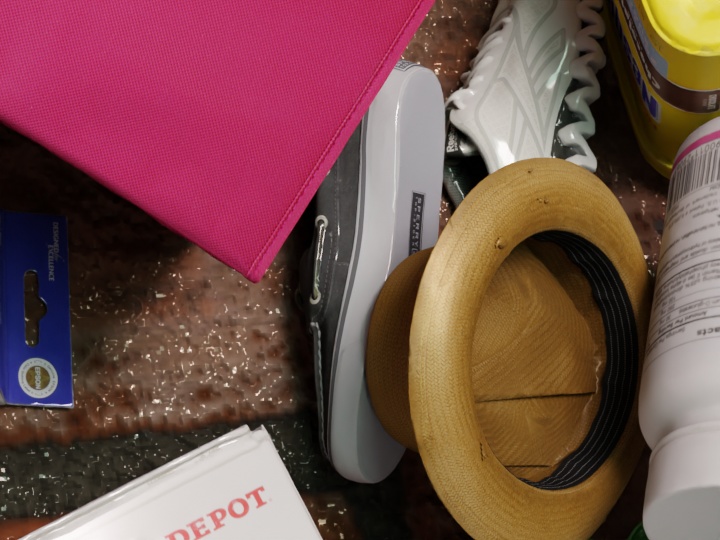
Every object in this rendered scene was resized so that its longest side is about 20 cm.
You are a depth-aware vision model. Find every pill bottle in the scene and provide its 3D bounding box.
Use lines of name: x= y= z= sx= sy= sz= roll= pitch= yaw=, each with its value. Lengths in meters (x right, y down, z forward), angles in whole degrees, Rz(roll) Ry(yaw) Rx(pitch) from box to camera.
pill bottle: x=0.190 y=0.035 z=1.301 sx=0.113 sy=0.113 sz=0.201 roll=22 pitch=58 yaw=-17

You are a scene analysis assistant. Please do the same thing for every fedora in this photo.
fedora: x=0.062 y=0.040 z=1.301 sx=0.200 sy=0.081 sz=0.202 roll=-6 pitch=97 yaw=-52

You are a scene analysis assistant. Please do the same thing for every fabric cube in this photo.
fabric cube: x=-0.087 y=-0.140 z=1.221 sx=0.199 sy=0.200 sz=0.197 roll=31 pitch=92 yaw=-12

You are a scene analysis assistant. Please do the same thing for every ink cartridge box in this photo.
ink cartridge box: x=-0.069 y=0.189 z=1.209 sx=0.145 sy=0.085 sz=0.201 roll=-25 pitch=87 yaw=-31
ink cartridge box: x=-0.218 y=0.007 z=1.236 sx=0.199 sy=0.037 sz=0.095 roll=6 pitch=69 yaw=-26

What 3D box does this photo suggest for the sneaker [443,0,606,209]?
sneaker: x=0.076 y=-0.084 z=1.393 sx=0.080 sy=0.075 sz=0.201 roll=7 pitch=68 yaw=-14

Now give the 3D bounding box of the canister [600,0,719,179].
canister: x=0.163 y=-0.140 z=1.367 sx=0.086 sy=0.200 sz=0.149 roll=-16 pitch=75 yaw=1

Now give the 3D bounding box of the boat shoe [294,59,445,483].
boat shoe: x=0.000 y=0.000 z=1.329 sx=0.069 sy=0.056 sz=0.201 roll=22 pitch=73 yaw=-60

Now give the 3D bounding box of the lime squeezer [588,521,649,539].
lime squeezer: x=0.128 y=0.143 z=1.333 sx=0.199 sy=0.071 sz=0.038 roll=-10 pitch=101 yaw=-13
